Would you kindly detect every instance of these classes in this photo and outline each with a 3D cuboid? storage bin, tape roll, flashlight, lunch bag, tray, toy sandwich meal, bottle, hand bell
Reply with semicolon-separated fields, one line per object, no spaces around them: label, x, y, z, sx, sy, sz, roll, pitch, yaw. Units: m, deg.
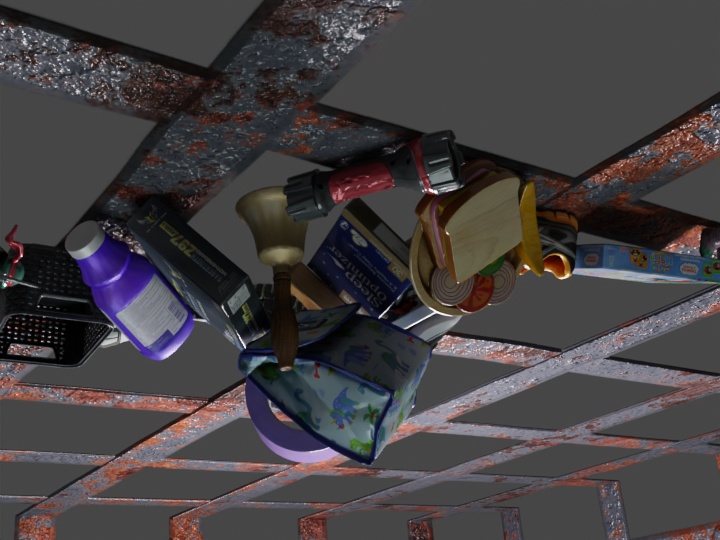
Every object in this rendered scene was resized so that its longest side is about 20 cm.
storage bin;-0.406;0.050;1.268;0.133;0.096;0.200;9;154;-28
tape roll;-0.085;0.200;1.569;0.196;0.204;0.085;-4;157;-2
flashlight;0.012;-0.096;1.054;0.196;0.069;0.068;-14;158;18
lunch bag;-0.031;0.119;1.195;0.197;0.130;0.170;22;-159;15
tray;-0.079;0.065;1.393;0.098;0.037;0.200;41;154;5
toy sandwich meal;0.141;-0.031;1.124;0.202;0.208;0.070;11;-164;-36
bottle;-0.282;0.023;1.184;0.065;0.084;0.201;26;157;43
hand bell;-0.089;0.016;1.125;0.102;0.204;0.104;-5;158;-2

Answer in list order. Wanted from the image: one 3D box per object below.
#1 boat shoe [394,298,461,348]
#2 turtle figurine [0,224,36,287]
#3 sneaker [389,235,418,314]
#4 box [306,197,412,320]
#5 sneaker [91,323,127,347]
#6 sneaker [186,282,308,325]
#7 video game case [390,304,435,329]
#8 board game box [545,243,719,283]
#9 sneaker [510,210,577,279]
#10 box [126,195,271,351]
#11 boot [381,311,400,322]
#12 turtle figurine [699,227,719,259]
boat shoe;0.078;0.094;1.393;0.199;0.068;0.057;-33;141;-40
turtle figurine;-0.462;-0.003;1.109;0.197;0.102;0.151;18;136;-11
sneaker;0.046;0.006;1.302;0.096;0.072;0.201;-1;159;-18
box;0.000;0.000;1.234;0.032;0.121;0.200;-45;177;-29
sneaker;-0.316;0.074;1.361;0.090;0.067;0.200;28;144;-17
sneaker;-0.155;0.053;1.349;0.196;0.080;0.089;16;174;11
video game case;0.132;0.031;1.331;0.198;0.018;0.143;-25;175;-42
board game box;0.364;-0.008;1.320;0.196;0.037;0.151;7;177;-22
sneaker;0.193;-0.036;1.232;0.196;0.079;0.078;3;158;-17
box;-0.189;0.013;1.173;0.051;0.157;0.201;-47;163;-15
boot;-0.025;0.092;1.467;0.197;0.092;0.072;-20;154;30
turtle figurine;0.565;-0.032;1.298;0.198;0.102;0.150;-3;146;43
